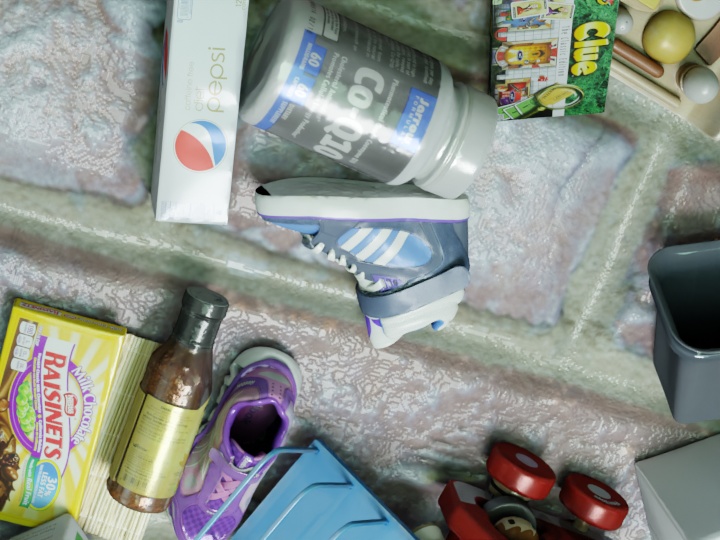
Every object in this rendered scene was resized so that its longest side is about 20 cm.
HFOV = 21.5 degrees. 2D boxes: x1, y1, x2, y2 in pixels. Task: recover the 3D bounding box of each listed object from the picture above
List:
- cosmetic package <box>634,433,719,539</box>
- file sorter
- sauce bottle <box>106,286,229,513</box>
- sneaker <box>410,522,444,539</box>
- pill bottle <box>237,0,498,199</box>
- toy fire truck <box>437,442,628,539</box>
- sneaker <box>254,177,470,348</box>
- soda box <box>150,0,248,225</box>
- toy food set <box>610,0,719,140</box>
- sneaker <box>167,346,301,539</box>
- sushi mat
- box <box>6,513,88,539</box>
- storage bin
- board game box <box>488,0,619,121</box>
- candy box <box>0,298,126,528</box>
[{"bbox_3d":[0.377,0.274,1.779,0.166,0.167,0.201,-18,113,-4],"label":"cosmetic package"},{"bbox_3d":[-0.032,0.264,1.644,0.200,0.123,0.139,44,99,19],"label":"file sorter"},{"bbox_3d":[-0.164,0.113,1.657,0.066,0.066,0.201,18,107,-16],"label":"sauce bottle"},{"bbox_3d":[0.087,0.326,1.748,0.067,0.090,0.201,-29,135,-11],"label":"sneaker"},{"bbox_3d":[0.007,-0.140,1.584,0.199,0.114,0.114,22,105,-17],"label":"pill bottle"},{"bbox_3d":[0.172,0.256,1.731,0.199,0.168,0.113,23,104,-18],"label":"toy fire truck"},{"bbox_3d":[0.000,0.000,1.651,0.198,0.081,0.148,2,106,-17],"label":"sneaker"},{"bbox_3d":[-0.136,-0.143,1.580,0.063,0.068,0.202,3,110,-12],"label":"soda box"},{"bbox_3d":[0.268,-0.219,1.634,0.199,0.060,0.144,28,103,-19],"label":"toy food set"},{"bbox_3d":[-0.114,0.169,1.688,0.080,0.089,0.201,22,105,-17],"label":"sneaker"},{"bbox_3d":[-0.212,0.153,1.704,0.095,0.012,0.201,17,106,-17],"label":"sushi mat"},{"bbox_3d":[-0.298,0.364,1.661,0.199,0.172,0.200,-24,113,14],"label":"box"},{"bbox_3d":[0.354,0.053,1.722,0.198,0.146,0.135,-6,138,-9],"label":"storage bin"},{"bbox_3d":[0.158,-0.188,1.571,0.104,0.024,0.200,-7,152,0],"label":"board game box"},{"bbox_3d":[-0.278,0.132,1.670,0.101,0.026,0.202,14,107,-8],"label":"candy box"}]
